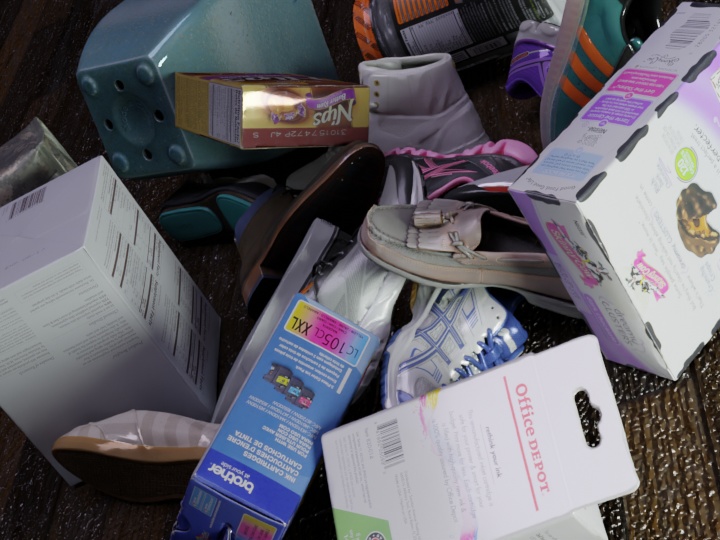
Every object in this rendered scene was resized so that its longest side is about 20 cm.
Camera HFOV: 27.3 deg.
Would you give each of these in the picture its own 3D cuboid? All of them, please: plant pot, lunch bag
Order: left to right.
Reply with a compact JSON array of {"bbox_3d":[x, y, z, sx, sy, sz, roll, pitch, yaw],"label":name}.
[{"bbox_3d":[-0.305,-0.012,1.415,0.164,0.200,0.118,-38,27,0],"label":"lunch bag"},{"bbox_3d":[-0.165,-0.188,1.477,0.195,0.197,0.200,-3,25,40],"label":"plant pot"}]

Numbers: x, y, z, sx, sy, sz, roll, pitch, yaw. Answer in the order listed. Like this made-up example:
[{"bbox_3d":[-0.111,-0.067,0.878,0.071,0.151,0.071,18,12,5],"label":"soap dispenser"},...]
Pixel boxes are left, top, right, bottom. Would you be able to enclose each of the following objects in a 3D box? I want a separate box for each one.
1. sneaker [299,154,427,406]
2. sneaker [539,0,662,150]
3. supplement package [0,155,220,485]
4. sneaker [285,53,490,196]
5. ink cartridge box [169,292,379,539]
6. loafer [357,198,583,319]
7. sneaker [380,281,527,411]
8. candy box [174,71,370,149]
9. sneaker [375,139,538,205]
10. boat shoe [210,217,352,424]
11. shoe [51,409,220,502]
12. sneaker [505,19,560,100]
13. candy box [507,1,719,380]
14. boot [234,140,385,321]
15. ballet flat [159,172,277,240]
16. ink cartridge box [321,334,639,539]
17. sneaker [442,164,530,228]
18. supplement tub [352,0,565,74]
[{"bbox_3d":[0.000,0.000,1.151,0.074,0.079,0.201,126,164,-79],"label":"sneaker"},{"bbox_3d":[0.200,-0.159,1.183,0.080,0.201,0.071,25,30,35],"label":"sneaker"},{"bbox_3d":[-0.235,0.044,1.269,0.151,0.200,0.151,-25,32,13],"label":"supplement package"},{"bbox_3d":[0.007,-0.134,1.352,0.199,0.116,0.074,-18,22,15],"label":"sneaker"},{"bbox_3d":[-0.070,0.137,1.045,0.200,0.076,0.137,-60,-4,-36],"label":"ink cartridge box"},{"bbox_3d":[0.099,-0.022,1.082,0.199,0.063,0.072,14,47,2],"label":"loafer"},{"bbox_3d":[0.074,0.058,1.086,0.088,0.075,0.201,-9,42,26],"label":"sneaker"},{"bbox_3d":[-0.082,-0.143,1.302,0.116,0.057,0.200,-3,12,-23],"label":"candy box"},{"bbox_3d":[0.054,-0.056,1.240,0.199,0.079,0.095,-10,23,36],"label":"sneaker"},{"bbox_3d":[-0.057,0.058,1.206,0.201,0.063,0.071,-61,5,-1],"label":"boat shoe"},{"bbox_3d":[-0.163,0.148,1.192,0.199,0.070,0.054,1,44,32],"label":"shoe"},{"bbox_3d":[0.207,-0.156,1.276,0.200,0.080,0.084,23,94,48],"label":"sneaker"},{"bbox_3d":[0.218,-0.056,1.016,0.200,0.168,0.071,-46,33,-19],"label":"candy box"},{"bbox_3d":[-0.054,-0.057,1.277,0.200,0.074,0.097,-52,43,29],"label":"boot"},{"bbox_3d":[-0.120,-0.065,1.442,0.199,0.073,0.073,2,46,47],"label":"ballet flat"},{"bbox_3d":[0.082,0.132,0.950,0.199,0.067,0.118,-23,56,18],"label":"ink cartridge box"},{"bbox_3d":[0.165,-0.069,1.154,0.200,0.068,0.108,-3,38,14],"label":"sneaker"},{"bbox_3d":[0.100,-0.257,1.445,0.199,0.123,0.123,-16,35,27],"label":"supplement tub"}]
